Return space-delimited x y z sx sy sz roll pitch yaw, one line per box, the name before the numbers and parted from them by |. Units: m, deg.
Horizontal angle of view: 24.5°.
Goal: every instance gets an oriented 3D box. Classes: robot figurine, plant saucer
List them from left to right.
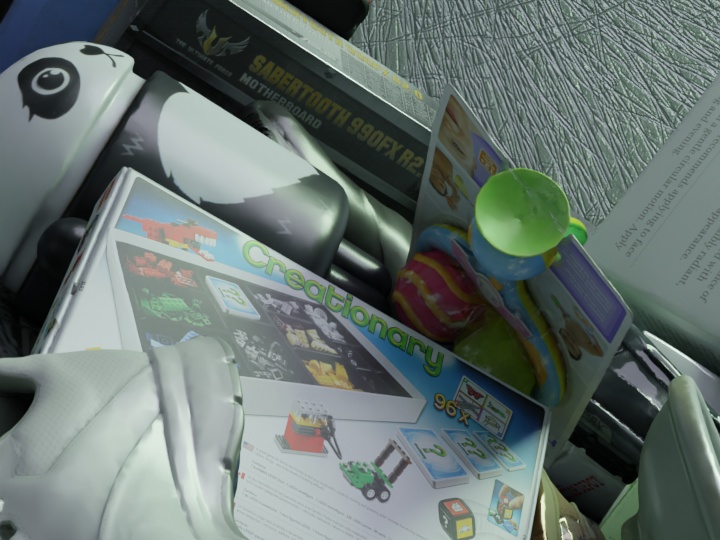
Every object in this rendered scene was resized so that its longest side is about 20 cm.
robot figurine | -0.083 -0.015 0.722 0.199 0.125 0.150 31 -22 -9
plant saucer | 0.145 0.143 0.659 0.200 0.050 0.201 -22 90 -79

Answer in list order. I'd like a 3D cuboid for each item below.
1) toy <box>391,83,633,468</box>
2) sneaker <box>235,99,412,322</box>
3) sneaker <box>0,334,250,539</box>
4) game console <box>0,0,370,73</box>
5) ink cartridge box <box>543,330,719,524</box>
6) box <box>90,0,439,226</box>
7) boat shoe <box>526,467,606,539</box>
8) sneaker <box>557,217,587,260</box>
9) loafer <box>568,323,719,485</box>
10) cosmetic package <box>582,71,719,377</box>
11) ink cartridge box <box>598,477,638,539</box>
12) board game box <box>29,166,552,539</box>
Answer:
toy | 0.046 0.020 0.694 0.115 0.047 0.200 53 -19 17
sneaker | 0.000 0.000 0.840 0.091 0.076 0.201 -32 93 -37
sneaker | -0.071 0.089 0.469 0.087 0.075 0.200 3 27 -15
game console | -0.118 -0.114 0.884 0.176 0.200 0.031 31 27 -16
ink cartridge box | 0.204 0.129 0.922 0.199 0.085 0.145 32 -12 3
box | -0.061 -0.060 0.881 0.199 0.159 0.048 30 25 -22
boat shoe | 0.073 0.141 0.652 0.063 0.073 0.200 37 19 -25
sneaker | 0.059 0.033 0.927 0.200 0.074 0.084 -31 74 -32
loafer | 0.188 0.103 0.816 0.200 0.070 0.068 39 -12 4
cosmetic package | 0.266 0.011 0.943 0.200 0.165 0.165 34 -9 41
ink cartridge box | 0.180 0.180 0.848 0.145 0.048 0.200 36 -13 13
board game box | -0.025 0.061 0.610 0.199 0.035 0.127 30 48 -15
